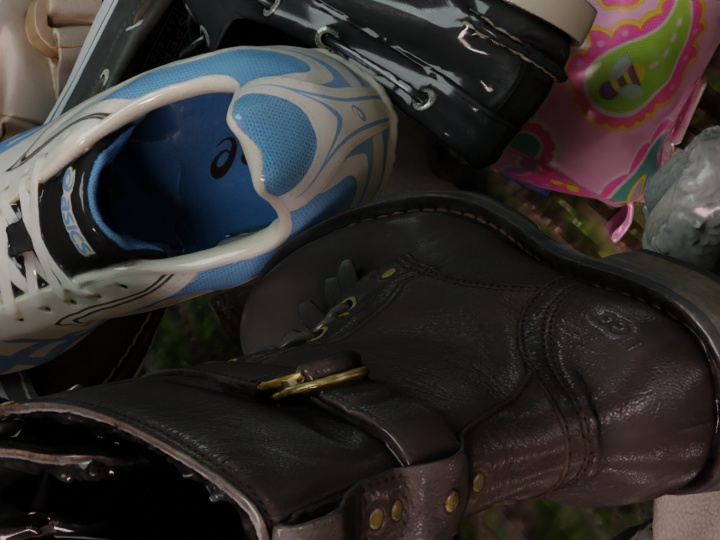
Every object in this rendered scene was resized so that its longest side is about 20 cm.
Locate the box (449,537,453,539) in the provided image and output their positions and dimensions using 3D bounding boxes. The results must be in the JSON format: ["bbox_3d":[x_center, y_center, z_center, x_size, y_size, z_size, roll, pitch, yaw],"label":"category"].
[{"bbox_3d":[-0.022,0.175,0.758,0.137,0.039,0.200,-32,45,22],"label":"box"}]

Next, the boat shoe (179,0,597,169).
[{"bbox_3d":[-0.020,-0.074,0.783,0.199,0.074,0.066,20,87,35],"label":"boat shoe"}]

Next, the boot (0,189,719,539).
[{"bbox_3d":[-0.019,0.029,0.587,0.200,0.174,0.069,6,103,52],"label":"boot"}]

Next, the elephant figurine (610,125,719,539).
[{"bbox_3d":[0.112,0.074,0.653,0.155,0.141,0.200,134,156,-78],"label":"elephant figurine"}]

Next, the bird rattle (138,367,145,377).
[{"bbox_3d":[-0.174,0.071,0.887,0.200,0.163,0.113,-13,48,30],"label":"bird rattle"}]

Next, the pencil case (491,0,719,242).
[{"bbox_3d":[0.095,-0.113,0.800,0.087,0.087,0.200,36,100,49],"label":"pencil case"}]

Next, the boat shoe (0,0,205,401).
[{"bbox_3d":[-0.076,-0.033,0.847,0.057,0.069,0.200,-24,42,53],"label":"boat shoe"}]

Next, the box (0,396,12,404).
[{"bbox_3d":[-0.122,0.156,0.574,0.193,0.048,0.200,-47,39,27],"label":"box"}]

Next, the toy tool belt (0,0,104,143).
[{"bbox_3d":[-0.112,-0.052,0.950,0.125,0.123,0.200,-46,46,26],"label":"toy tool belt"}]

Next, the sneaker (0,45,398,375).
[{"bbox_3d":[-0.081,-0.016,0.748,0.200,0.072,0.072,-22,82,35],"label":"sneaker"}]

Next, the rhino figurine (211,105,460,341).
[{"bbox_3d":[0.000,0.000,0.829,0.087,0.060,0.200,-42,32,13],"label":"rhino figurine"}]
